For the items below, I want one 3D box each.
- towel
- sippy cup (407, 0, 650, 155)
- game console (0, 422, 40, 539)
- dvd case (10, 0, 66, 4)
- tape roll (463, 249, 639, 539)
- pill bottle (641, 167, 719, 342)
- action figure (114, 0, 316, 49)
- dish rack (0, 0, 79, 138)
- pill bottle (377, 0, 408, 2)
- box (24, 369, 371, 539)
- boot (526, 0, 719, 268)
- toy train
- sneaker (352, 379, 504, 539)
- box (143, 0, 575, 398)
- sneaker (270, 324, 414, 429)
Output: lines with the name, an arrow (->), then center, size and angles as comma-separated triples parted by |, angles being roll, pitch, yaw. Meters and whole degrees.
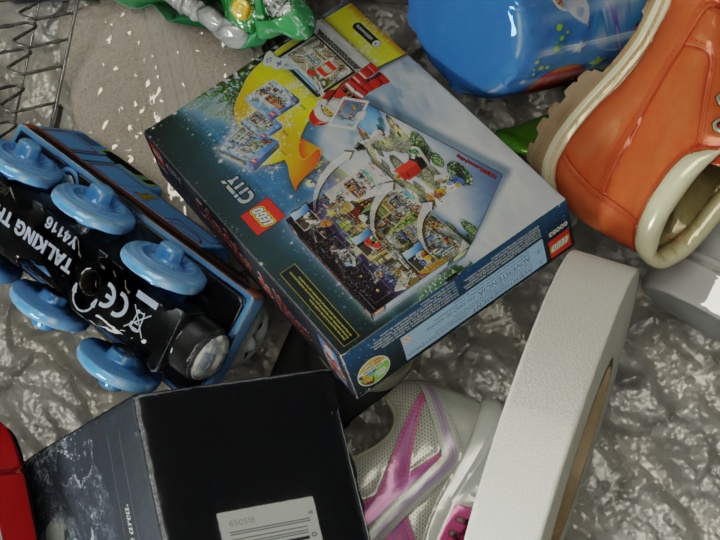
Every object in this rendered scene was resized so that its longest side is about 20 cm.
towel -> -0.103, -0.074, 1.080 | 0.132, 0.034, 0.202 | -17, 76, 17
sippy cup -> 0.099, -0.153, 0.995 | 0.130, 0.139, 0.179 | -22, 95, -32
game console -> -0.200, 0.180, 0.994 | 0.031, 0.200, 0.178 | -7, 76, -26
dvd case -> -0.140, -0.262, 1.139 | 0.147, 0.016, 0.202 | -2, 79, 8
tape roll -> 0.094, 0.090, 0.947 | 0.037, 0.203, 0.204 | 18, 84, 12
pill bottle -> 0.232, -0.058, 0.995 | 0.108, 0.109, 0.201 | 30, 87, 13
action figure -> -0.089, -0.177, 1.046 | 0.200, 0.055, 0.119 | 37, 97, 36
dish rack -> -0.230, -0.147, 1.078 | 0.152, 0.055, 0.201 | 23, 114, 13
pill bottle -> 0.009, -0.226, 1.013 | 0.113, 0.200, 0.115 | -2, 80, 10
box -> -0.087, 0.174, 0.953 | 0.117, 0.200, 0.198 | -5, 75, -34
boot -> 0.180, -0.094, 0.939 | 0.201, 0.075, 0.107 | -53, 43, 11
toy train -> -0.132, -0.006, 1.001 | 0.199, 0.114, 0.087 | 34, 108, 25
sneaker -> 0.011, 0.146, 1.018 | 0.088, 0.081, 0.201 | 27, 78, 14
box -> -0.005, -0.043, 0.969 | 0.136, 0.038, 0.200 | -34, 51, -11
sneaker -> 0.000, 0.000, 1.040 | 0.074, 0.106, 0.201 | 29, 51, -9
